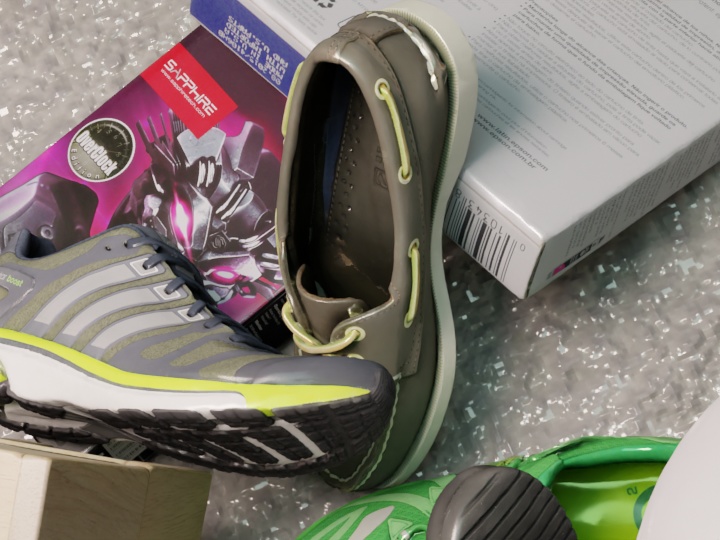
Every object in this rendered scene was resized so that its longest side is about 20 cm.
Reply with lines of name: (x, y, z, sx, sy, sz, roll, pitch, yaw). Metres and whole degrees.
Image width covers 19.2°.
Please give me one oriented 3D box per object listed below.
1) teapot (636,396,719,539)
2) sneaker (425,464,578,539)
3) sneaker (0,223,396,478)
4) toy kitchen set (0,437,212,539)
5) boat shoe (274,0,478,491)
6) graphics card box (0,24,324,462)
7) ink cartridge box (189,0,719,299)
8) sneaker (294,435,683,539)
teapot: (0.158, 0.111, 0.706, 0.199, 0.146, 0.199, 1, 89, -28)
sneaker: (0.032, 0.142, 0.741, 0.088, 0.201, 0.074, 22, 47, 36)
sneaker: (-0.075, 0.024, 0.799, 0.199, 0.074, 0.081, 8, 71, 27)
toy kitchen set: (-0.168, 0.156, 0.758, 0.162, 0.180, 0.201, 7, 85, 14)
boat shoe: (-0.002, -0.001, 0.812, 0.072, 0.203, 0.060, 23, 30, 33)
graphics card box: (-0.077, -0.015, 0.898, 0.200, 0.051, 0.126, -39, 67, -5)
ink cartridge box: (0.065, -0.101, 0.895, 0.196, 0.043, 0.200, 41, 51, 22)
sneaker: (0.055, 0.098, 0.809, 0.199, 0.084, 0.074, -17, 66, 4)
